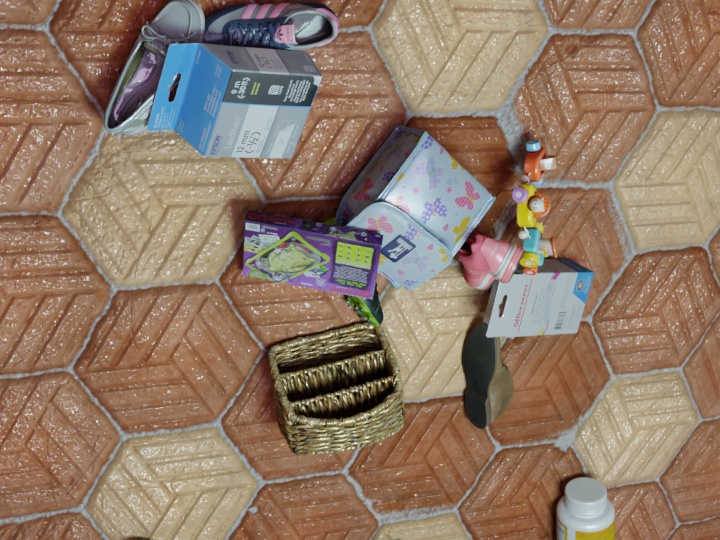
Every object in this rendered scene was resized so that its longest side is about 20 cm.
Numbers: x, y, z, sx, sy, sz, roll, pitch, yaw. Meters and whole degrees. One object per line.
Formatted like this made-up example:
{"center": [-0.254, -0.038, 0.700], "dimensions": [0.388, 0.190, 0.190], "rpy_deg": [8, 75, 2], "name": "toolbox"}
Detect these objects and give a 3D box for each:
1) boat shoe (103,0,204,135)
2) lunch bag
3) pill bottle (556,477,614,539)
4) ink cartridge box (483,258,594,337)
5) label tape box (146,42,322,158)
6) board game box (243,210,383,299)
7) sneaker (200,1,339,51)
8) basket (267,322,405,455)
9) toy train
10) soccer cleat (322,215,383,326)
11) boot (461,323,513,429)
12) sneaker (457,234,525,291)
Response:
{"center": [-0.273, -0.266, 1.231], "dimensions": [0.074, 0.065, 0.202], "rpy_deg": [36, 102, -2], "name": "boat shoe"}
{"center": [0.075, -0.085, 1.399], "dimensions": [0.170, 0.127, 0.200], "rpy_deg": [40, 88, -27], "name": "lunch bag"}
{"center": [0.430, 0.500, 1.794], "dimensions": [0.109, 0.109, 0.201], "rpy_deg": [-13, 116, -14], "name": "pill bottle"}
{"center": [0.279, 0.044, 1.550], "dimensions": [0.199, 0.068, 0.115], "rpy_deg": [0, 112, -31], "name": "ink cartridge box"}
{"center": [-0.168, -0.222, 1.248], "dimensions": [0.200, 0.066, 0.143], "rpy_deg": [-5, 138, -34], "name": "label tape box"}
{"center": [-0.072, -0.022, 1.371], "dimensions": [0.199, 0.032, 0.120], "rpy_deg": [11, 133, 1], "name": "board game box"}
{"center": [-0.124, -0.324, 1.259], "dimensions": [0.199, 0.082, 0.070], "rpy_deg": [-15, 116, -13], "name": "sneaker"}
{"center": [-0.034, 0.189, 1.477], "dimensions": [0.199, 0.143, 0.149], "rpy_deg": [-11, 116, -15], "name": "basket"}
{"center": [0.283, -0.095, 1.460], "dimensions": [0.055, 0.150, 0.201], "rpy_deg": [1, 113, 24], "name": "toy train"}
{"center": [0.000, 0.000, 1.456], "dimensions": [0.081, 0.067, 0.200], "rpy_deg": [-37, 119, -16], "name": "soccer cleat"}
{"center": [0.225, 0.172, 1.615], "dimensions": [0.075, 0.074, 0.201], "rpy_deg": [-21, 123, -32], "name": "boot"}
{"center": [0.186, -0.024, 1.454], "dimensions": [0.087, 0.200, 0.074], "rpy_deg": [30, 79, -5], "name": "sneaker"}
